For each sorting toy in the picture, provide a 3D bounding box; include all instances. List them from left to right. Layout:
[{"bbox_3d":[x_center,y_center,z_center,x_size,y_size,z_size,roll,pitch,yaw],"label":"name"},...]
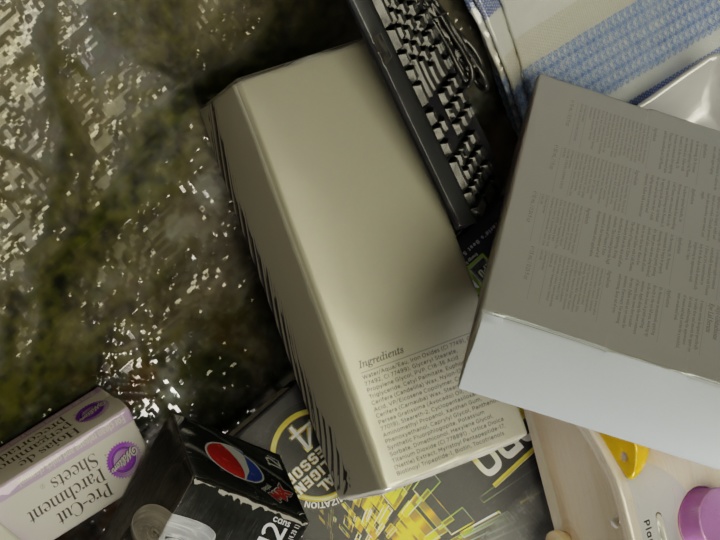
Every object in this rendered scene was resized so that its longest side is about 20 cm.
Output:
[{"bbox_3d":[0.177,0.105,1.366,0.179,0.107,0.201,-16,93,-29],"label":"sorting toy"}]

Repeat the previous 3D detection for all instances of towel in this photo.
[{"bbox_3d":[0.136,-0.093,1.453,0.147,0.024,0.201,-31,116,-19],"label":"towel"}]

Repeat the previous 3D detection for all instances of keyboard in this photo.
[{"bbox_3d":[0.022,-0.123,1.346,0.021,0.127,0.201,-20,108,18],"label":"keyboard"}]

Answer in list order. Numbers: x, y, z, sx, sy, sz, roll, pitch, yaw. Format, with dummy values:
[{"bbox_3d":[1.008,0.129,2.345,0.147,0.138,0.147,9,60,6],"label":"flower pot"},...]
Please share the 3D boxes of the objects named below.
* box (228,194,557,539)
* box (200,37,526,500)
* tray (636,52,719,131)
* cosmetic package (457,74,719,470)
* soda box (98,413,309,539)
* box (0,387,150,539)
[{"bbox_3d":[0.051,0.085,1.406,0.200,0.049,0.161,-40,93,-13],"label":"box"},{"bbox_3d":[0.000,0.000,1.342,0.082,0.068,0.201,-18,87,-20],"label":"box"},{"bbox_3d":[0.190,0.003,1.429,0.107,0.022,0.200,-34,86,-6],"label":"tray"},{"bbox_3d":[0.134,0.001,1.328,0.150,0.200,0.052,16,126,1],"label":"cosmetic package"},{"bbox_3d":[-0.102,0.172,1.339,0.063,0.071,0.201,23,106,-22],"label":"soda box"},{"bbox_3d":[-0.189,0.124,1.332,0.199,0.039,0.042,-31,115,-17],"label":"box"}]
